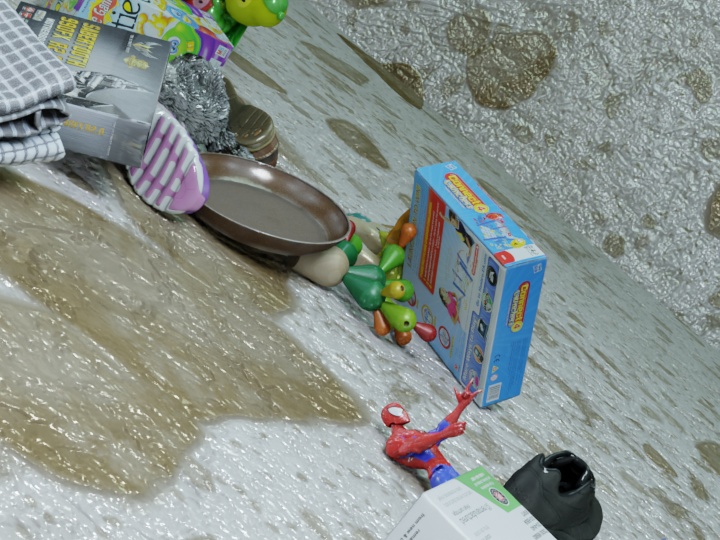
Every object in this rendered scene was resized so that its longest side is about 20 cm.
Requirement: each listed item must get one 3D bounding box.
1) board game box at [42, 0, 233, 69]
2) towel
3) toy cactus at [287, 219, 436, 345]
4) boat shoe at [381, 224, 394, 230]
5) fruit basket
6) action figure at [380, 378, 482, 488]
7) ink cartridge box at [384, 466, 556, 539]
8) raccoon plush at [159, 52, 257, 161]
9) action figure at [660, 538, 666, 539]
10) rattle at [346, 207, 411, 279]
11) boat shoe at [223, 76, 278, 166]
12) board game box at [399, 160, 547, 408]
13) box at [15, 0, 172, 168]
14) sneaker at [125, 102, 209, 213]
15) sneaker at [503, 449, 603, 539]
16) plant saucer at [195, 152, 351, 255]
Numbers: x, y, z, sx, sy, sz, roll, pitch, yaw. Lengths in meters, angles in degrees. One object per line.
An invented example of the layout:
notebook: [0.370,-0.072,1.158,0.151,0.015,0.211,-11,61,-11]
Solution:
board game box: [-0.272,-0.287,1.618,0.199,0.105,0.103,21,22,-37]
towel: [-0.340,-0.168,1.066,0.200,0.086,0.165,46,33,24]
toy cactus: [0.000,0.000,1.486,0.164,0.103,0.201,18,31,-31]
boat shoe: [0.099,-0.007,1.773,0.198,0.070,0.074,22,8,27]
fruit basket: [-0.202,-0.452,2.136,0.155,0.216,0.216,31,16,-25]
action figure: [0.095,0.169,1.163,0.200,0.099,0.065,44,14,31]
ink cartridge box: [0.115,0.249,0.974,0.200,0.084,0.145,43,15,16]
raccoon plush: [-0.194,-0.176,1.536,0.199,0.097,0.134,39,22,2]
action figure: [0.386,0.333,1.369,0.193,0.104,0.201,41,13,-31]
rattle: [0.036,-0.068,1.678,0.129,0.144,0.200,19,22,-1]
boat shoe: [-0.169,-0.186,1.687,0.200,0.072,0.068,40,-21,41]
board game box: [0.121,0.014,1.510,0.055,0.202,0.196,-14,42,-24]
box: [-0.267,-0.180,1.265,0.157,0.049,0.201,14,30,-9]
sneaker: [-0.207,-0.128,1.368,0.200,0.081,0.088,46,12,31]
sneaker: [0.193,0.216,1.265,0.076,0.091,0.199,43,13,27]
plant saucer: [-0.107,-0.067,1.433,0.198,0.032,0.201,19,22,-8]
